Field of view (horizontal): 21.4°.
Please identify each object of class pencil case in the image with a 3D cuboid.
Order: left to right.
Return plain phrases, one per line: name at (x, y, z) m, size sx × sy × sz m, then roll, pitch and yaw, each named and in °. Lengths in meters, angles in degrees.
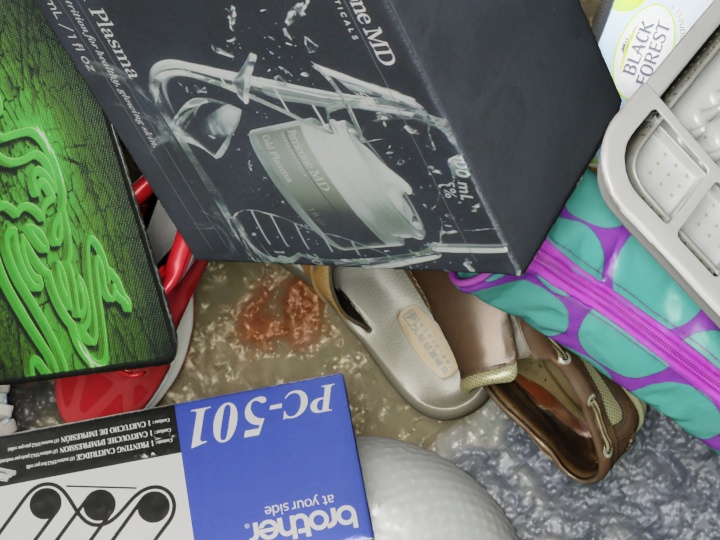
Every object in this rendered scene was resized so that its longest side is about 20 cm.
pencil case at (0.140, 0.020, 0.932) m, size 0.199 × 0.093 × 0.085 m, roll 33°, pitch 106°, yaw -16°

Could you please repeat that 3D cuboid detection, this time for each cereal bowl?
cereal bowl at (-0.005, 0.194, 1.040) m, size 0.199 × 0.083 × 0.201 m, roll 1°, pitch 98°, yaw 5°

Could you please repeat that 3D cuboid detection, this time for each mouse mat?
mouse mat at (-0.170, -0.042, 0.946) m, size 0.160 × 0.008 × 0.201 m, roll -9°, pitch 102°, yaw 41°

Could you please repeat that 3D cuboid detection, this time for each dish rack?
dish rack at (0.207, -0.051, 0.906) m, size 0.172 × 0.044 × 0.200 m, roll 45°, pitch 66°, yaw -8°

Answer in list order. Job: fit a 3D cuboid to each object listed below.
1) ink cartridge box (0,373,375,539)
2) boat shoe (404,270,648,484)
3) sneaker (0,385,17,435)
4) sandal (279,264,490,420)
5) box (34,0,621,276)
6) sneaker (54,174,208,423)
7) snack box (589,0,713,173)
ink cartridge box at (-0.097, 0.120, 0.988) m, size 0.199 × 0.044 × 0.095 m, roll -11°, pitch 64°, yaw -3°
boat shoe at (0.075, 0.030, 0.983) m, size 0.202 × 0.075 × 0.075 m, roll 45°, pitch 138°, yaw -17°
sneaker at (-0.209, 0.039, 1.038) m, size 0.146 × 0.081 × 0.201 m, roll -35°, pitch 87°, yaw 12°
sandal at (0.000, 0.000, 1.028) m, size 0.082 × 0.055 × 0.200 m, roll -36°, pitch 92°, yaw 8°
box at (-0.018, -0.111, 0.853) m, size 0.196 × 0.124 × 0.200 m, roll 1°, pitch 135°, yaw 37°
sneaker at (-0.128, 0.015, 0.997) m, size 0.078 × 0.116 × 0.201 m, roll 27°, pitch 111°, yaw 8°
snack box at (0.198, -0.092, 0.992) m, size 0.168 × 0.068 × 0.201 m, roll 21°, pitch 98°, yaw 0°
